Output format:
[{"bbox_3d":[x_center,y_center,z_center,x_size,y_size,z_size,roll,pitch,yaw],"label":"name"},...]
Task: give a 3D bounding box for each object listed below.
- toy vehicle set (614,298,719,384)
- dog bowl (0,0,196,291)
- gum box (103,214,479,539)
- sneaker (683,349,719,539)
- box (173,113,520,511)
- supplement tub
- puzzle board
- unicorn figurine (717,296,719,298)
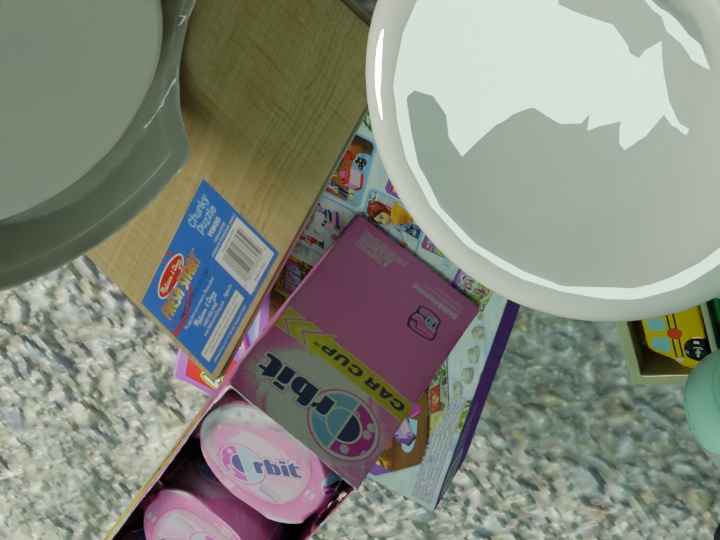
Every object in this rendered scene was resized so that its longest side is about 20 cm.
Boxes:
[{"bbox_3d":[0.151,-0.035,0.918,0.124,0.027,0.201,-3,130,20],"label":"toy vehicle set"},{"bbox_3d":[-0.145,-0.084,0.838,0.199,0.059,0.201,-19,136,-20],"label":"dog bowl"},{"bbox_3d":[-0.043,0.081,0.957,0.066,0.114,0.200,38,137,-1],"label":"gum box"},{"bbox_3d":[0.176,0.101,0.983,0.200,0.078,0.140,28,145,-31],"label":"sneaker"},{"bbox_3d":[0.000,0.000,0.973,0.136,0.039,0.200,27,136,10],"label":"box"},{"bbox_3d":[0.096,-0.080,0.752,0.144,0.200,0.146,6,110,17],"label":"supplement tub"},{"bbox_3d":[-0.073,-0.069,0.925,0.151,0.017,0.200,43,134,14],"label":"puzzle board"},{"bbox_3d":[0.207,-0.002,0.842,0.199,0.137,0.074,-26,114,9],"label":"unicorn figurine"}]
